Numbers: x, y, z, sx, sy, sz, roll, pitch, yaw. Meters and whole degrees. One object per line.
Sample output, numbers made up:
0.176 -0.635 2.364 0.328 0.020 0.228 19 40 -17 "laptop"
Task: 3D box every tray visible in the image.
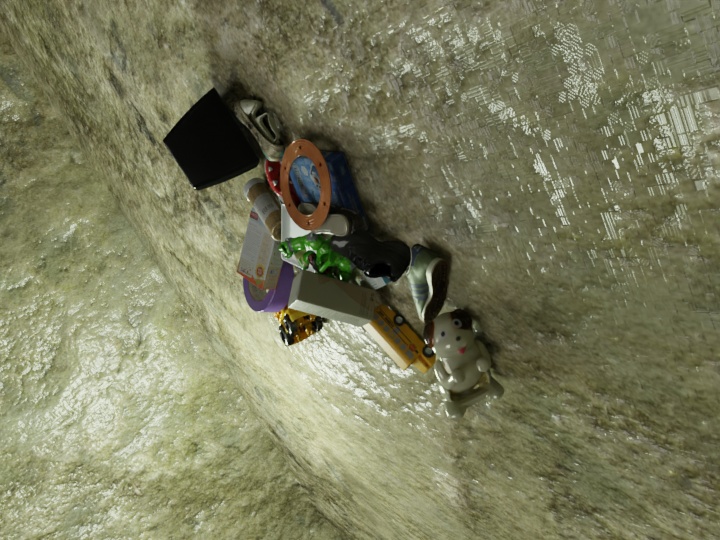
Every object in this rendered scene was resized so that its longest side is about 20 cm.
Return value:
-0.152 -0.083 1.506 0.105 0.022 0.202 23 139 12 "tray"

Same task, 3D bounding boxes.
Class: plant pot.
-0.383 -0.310 1.493 0.202 0.176 0.199 58 172 -11 "plant pot"

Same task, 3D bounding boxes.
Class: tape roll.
-0.283 0.025 1.800 0.198 0.065 0.205 -6 82 50 "tape roll"

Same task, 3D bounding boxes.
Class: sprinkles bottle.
-0.247 -0.165 1.579 0.201 0.067 0.069 53 158 36 "sprinkles bottle"

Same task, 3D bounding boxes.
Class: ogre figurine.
-0.089 -0.027 1.438 0.201 0.098 0.119 49 138 -7 "ogre figurine"

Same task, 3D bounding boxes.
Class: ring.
-0.121 -0.191 1.328 0.198 0.019 0.205 19 115 47 "ring"

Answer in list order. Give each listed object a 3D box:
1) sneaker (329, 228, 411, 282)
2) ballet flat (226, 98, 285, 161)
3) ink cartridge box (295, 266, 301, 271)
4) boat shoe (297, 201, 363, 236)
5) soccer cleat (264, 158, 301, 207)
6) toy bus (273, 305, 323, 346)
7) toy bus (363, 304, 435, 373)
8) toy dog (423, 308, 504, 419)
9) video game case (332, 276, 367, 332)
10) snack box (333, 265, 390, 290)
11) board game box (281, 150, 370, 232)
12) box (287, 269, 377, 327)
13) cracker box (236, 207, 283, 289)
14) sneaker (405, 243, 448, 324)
0.014 -0.033 1.316 0.196 0.091 0.077 15 139 21 "sneaker"
-0.242 -0.356 1.415 0.201 0.067 0.075 52 133 8 "ballet flat"
-0.165 -0.054 1.635 0.099 0.039 0.202 34 158 33 "ink cartridge box"
-0.070 -0.116 1.346 0.198 0.056 0.069 21 117 48 "boat shoe"
-0.188 -0.197 1.510 0.202 0.068 0.085 57 157 -17 "soccer cleat"
-0.208 0.111 1.859 0.194 0.134 0.201 60 154 20 "toy bus"
0.100 0.179 1.495 0.200 0.078 0.065 47 152 11 "toy bus"
0.215 0.182 1.292 0.195 0.137 0.203 -103 -7 -58 "toy dog"
-0.045 0.069 1.592 0.202 0.018 0.143 56 179 -7 "video game case"
0.000 0.000 1.482 0.117 0.037 0.199 56 152 -3 "snack box"
-0.082 -0.182 1.388 0.197 0.043 0.203 18 137 48 "board game box"
-0.068 0.070 1.442 0.196 0.079 0.095 18 160 -18 "box"
-0.277 -0.064 1.701 0.133 0.057 0.204 28 108 38 "cracker box"
0.137 0.023 1.279 0.090 0.066 0.202 43 152 31 "sneaker"
